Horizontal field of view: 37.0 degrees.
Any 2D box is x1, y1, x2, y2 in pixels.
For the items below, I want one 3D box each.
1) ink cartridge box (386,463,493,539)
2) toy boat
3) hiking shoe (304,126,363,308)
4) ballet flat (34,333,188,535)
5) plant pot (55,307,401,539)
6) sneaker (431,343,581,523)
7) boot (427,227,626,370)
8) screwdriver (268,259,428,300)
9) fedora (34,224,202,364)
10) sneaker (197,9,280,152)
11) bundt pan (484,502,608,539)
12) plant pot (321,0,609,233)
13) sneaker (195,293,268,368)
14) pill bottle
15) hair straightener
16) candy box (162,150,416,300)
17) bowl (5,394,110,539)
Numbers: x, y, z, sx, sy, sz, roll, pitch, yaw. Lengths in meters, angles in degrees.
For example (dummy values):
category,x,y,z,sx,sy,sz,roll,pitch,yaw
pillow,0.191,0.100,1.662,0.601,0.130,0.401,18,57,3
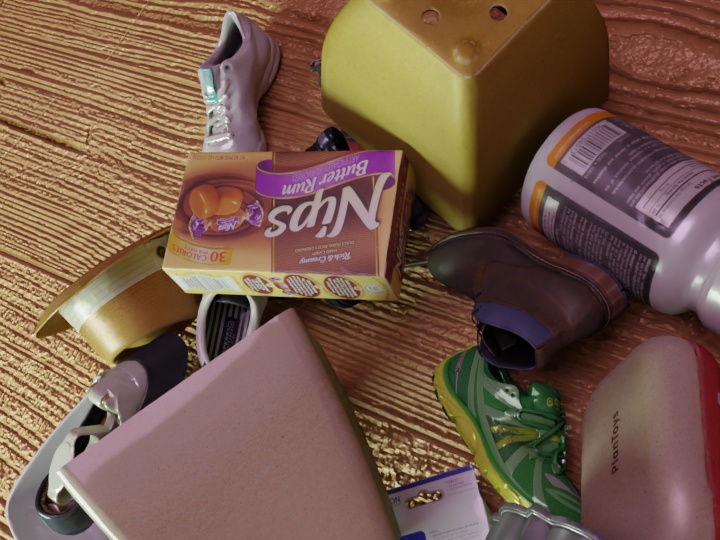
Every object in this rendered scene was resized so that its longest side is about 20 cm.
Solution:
category,x,y,z,sx,sy,sz,roll,pitch,yaw
ink cartridge box,0.073,0.264,0.851,0.099,0.039,0.201,-20,63,18
toy boat,0.238,0.154,0.775,0.131,0.130,0.201,123,165,-46
hiking shoe,-0.030,-0.038,1.010,0.087,0.074,0.201,-33,42,30
ballet flat,-0.221,0.138,0.943,0.073,0.073,0.201,26,82,32
plant pot,-0.074,0.171,0.817,0.200,0.200,0.177,-34,78,-4
sneaker,0.132,0.133,0.856,0.084,0.074,0.200,-42,57,9
boot,0.107,0.021,0.882,0.097,0.075,0.199,-35,31,-32
screwdriver,0.000,0.000,1.011,0.199,0.028,0.029,-13,35,14
fedora,-0.207,0.031,1.018,0.200,0.201,0.082,-36,87,9
sneaker,-0.140,-0.171,1.108,0.075,0.088,0.201,-2,69,24
bundt pan,0.153,0.247,0.715,0.201,0.202,0.076,27,64,32
plant pot,0.087,-0.186,0.895,0.194,0.200,0.196,42,81,15
sneaker,-0.109,0.004,0.986,0.073,0.071,0.201,5,88,-8
pill bottle,0.234,-0.037,0.853,0.200,0.116,0.117,38,88,32
hair straightener,0.009,-0.123,1.028,0.041,0.077,0.201,-42,69,32
candy box,-0.059,-0.039,0.919,0.199,0.056,0.117,2,66,19
bowl,-0.208,0.214,0.988,0.200,0.075,0.200,-49,57,-1
